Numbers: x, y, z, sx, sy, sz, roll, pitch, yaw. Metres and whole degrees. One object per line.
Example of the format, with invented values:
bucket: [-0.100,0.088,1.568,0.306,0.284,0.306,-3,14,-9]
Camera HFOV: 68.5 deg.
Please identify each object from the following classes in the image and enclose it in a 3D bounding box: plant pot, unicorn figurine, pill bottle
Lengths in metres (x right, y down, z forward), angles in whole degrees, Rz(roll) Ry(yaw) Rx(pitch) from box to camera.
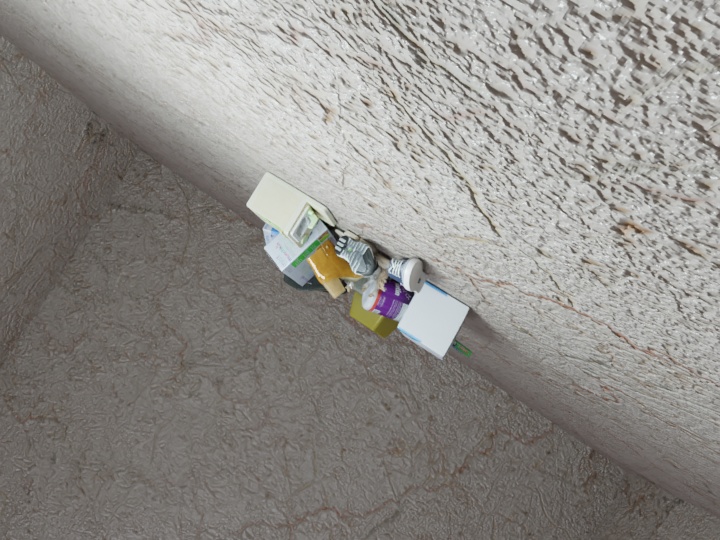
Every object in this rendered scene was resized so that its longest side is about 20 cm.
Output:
plant pot: [0.070,0.151,2.124,0.197,0.179,0.200,28,173,31]
unicorn figurine: [0.000,0.000,1.624,0.194,0.141,0.074,16,161,12]
pill bottle: [0.108,0.097,1.681,0.195,0.116,0.112,20,178,-15]

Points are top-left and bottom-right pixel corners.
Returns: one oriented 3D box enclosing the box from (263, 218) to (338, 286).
box: [-0.163,-0.066,1.535,0.097,0.176,0.200,47,178,17]

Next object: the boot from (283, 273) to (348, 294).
boot: [-0.136,0.044,1.681,0.194,0.080,0.138,11,169,15]

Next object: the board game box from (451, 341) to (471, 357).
board game box: [0.414,0.333,2.469,0.133,0.030,0.199,36,174,-27]

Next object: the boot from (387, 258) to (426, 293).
boot: [0.099,0.004,1.251,0.088,0.074,0.200,25,173,16]

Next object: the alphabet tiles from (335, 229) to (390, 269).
alphabet tiles: [0.020,-0.056,1.497,0.193,0.015,0.200,32,174,23]

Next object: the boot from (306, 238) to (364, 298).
boot: [-0.049,-0.028,1.478,0.070,0.200,0.146,-30,94,51]

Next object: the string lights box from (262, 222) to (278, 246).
string lights box: [-0.227,-0.103,1.793,0.194,0.060,0.104,14,141,12]

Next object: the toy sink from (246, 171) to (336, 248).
toy sink: [-0.179,-0.143,1.385,0.197,0.114,0.130,31,175,15]

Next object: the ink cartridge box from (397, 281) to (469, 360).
ink cartridge box: [0.203,0.144,1.467,0.144,0.149,0.200,30,174,13]

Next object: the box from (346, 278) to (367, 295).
box: [0.053,0.065,1.929,0.198,0.096,0.078,31,176,34]

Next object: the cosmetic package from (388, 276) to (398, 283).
cosmetic package: [0.151,0.104,1.803,0.198,0.072,0.105,35,175,-15]

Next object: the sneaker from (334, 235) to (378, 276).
sneaker: [0.018,-0.025,1.390,0.114,0.076,0.200,30,-173,-34]

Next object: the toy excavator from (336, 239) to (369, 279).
toy excavator: [-0.066,-0.023,1.722,0.189,0.103,0.200,-9,151,26]
